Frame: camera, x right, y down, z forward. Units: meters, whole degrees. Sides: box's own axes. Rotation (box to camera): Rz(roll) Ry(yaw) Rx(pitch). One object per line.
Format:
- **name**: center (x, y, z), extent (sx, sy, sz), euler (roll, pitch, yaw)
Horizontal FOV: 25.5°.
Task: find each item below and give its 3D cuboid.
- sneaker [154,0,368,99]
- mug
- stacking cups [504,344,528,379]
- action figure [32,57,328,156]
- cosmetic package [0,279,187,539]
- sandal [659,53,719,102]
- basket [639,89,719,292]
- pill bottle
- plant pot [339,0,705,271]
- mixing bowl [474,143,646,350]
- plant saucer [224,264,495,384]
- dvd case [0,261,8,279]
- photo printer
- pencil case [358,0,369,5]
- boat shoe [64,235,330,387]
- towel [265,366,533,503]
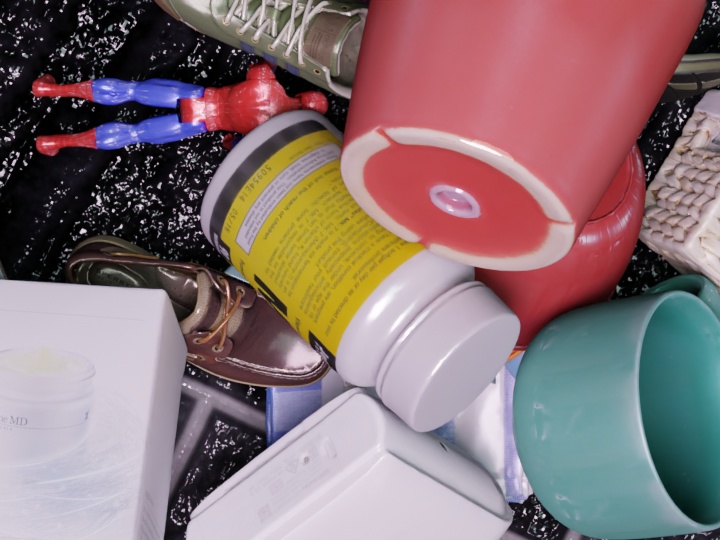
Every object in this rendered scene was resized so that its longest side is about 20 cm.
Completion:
- **sneaker**: center (-0.036, -0.159, 1.014), extent (0.199, 0.090, 0.068), euler (22, 94, -30)
- **mug**: center (0.177, 0.094, 1.042), extent (0.114, 0.184, 0.154), euler (-14, 91, 37)
- **stacking cups**: center (0.129, 0.065, 1.122), extent (0.060, 0.060, 0.200), euler (-41, 97, -4)
- **action figure**: center (-0.114, -0.113, 1.095), extent (0.198, 0.099, 0.066), euler (0, 99, 13)
- **cosmetic package**: center (-0.222, 0.116, 0.994), extent (0.197, 0.123, 0.202), euler (3, 68, 2)
- **sandal**: center (0.180, -0.160, 1.130), extent (0.199, 0.080, 0.058), euler (7, 80, -10)
- **basket**: center (0.306, -0.019, 1.129), extent (0.199, 0.136, 0.124), euler (36, 91, -15)
- **pill bottle**: center (0.000, 0.000, 1.008), extent (0.114, 0.114, 0.200), euler (-45, 66, -3)
- **plant pot**: center (0.082, -0.111, 0.923), extent (0.199, 0.200, 0.179), euler (27, 66, -11)
- **mixing bowl**: center (0.117, -0.058, 1.073), extent (0.198, 0.108, 0.202), euler (7, 69, -19)
- **plant saucer**: center (0.002, 0.031, 1.102), extent (0.198, 0.070, 0.019), euler (22, 92, -1)
- **dvd case**: center (-0.282, 0.109, 1.104), extent (0.147, 0.016, 0.202), euler (-23, 99, -7)
- **photo printer**: center (0.002, 0.174, 1.079), extent (0.166, 0.070, 0.200), euler (-38, 141, 14)
- **pencil case**: center (-0.076, -0.231, 1.076), extent (0.198, 0.087, 0.088), euler (6, 94, -10)
- **boat shoe**: center (-0.110, 0.030, 1.090), extent (0.198, 0.072, 0.073), euler (24, 90, -5)
- **towel**: center (0.029, 0.099, 1.153), extent (0.198, 0.024, 0.149), euler (0, 94, -9)
